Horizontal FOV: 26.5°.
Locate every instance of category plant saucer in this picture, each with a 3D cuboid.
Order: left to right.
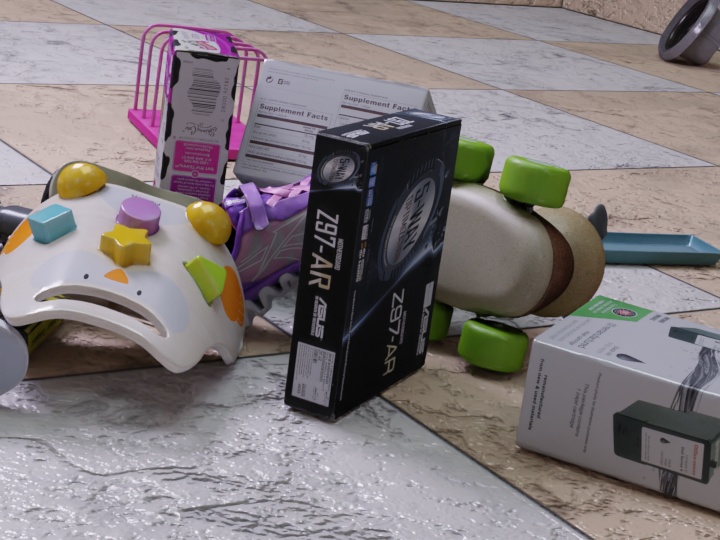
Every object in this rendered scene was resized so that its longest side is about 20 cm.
[{"bbox_3d":[0.282,-0.023,1.614,0.198,0.019,0.070,2,17,-21],"label":"plant saucer"}]

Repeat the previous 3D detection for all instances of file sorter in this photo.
[{"bbox_3d":[-0.189,-0.220,1.862,0.137,0.127,0.200,1,18,-22],"label":"file sorter"}]

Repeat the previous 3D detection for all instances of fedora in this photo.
[{"bbox_3d":[0.704,-0.490,3.168,0.090,0.178,0.200,35,5,-9],"label":"fedora"}]

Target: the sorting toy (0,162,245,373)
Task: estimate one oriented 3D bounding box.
[{"bbox_3d":[-0.173,0.014,1.087,0.198,0.108,0.180,17,22,-6],"label":"sorting toy"}]

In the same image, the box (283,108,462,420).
[{"bbox_3d":[0.010,-0.009,1.121,0.043,0.202,0.160,15,17,24],"label":"box"}]

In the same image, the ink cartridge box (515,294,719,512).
[{"bbox_3d":[0.230,0.095,1.077,0.198,0.085,0.146,16,19,24],"label":"ink cartridge box"}]

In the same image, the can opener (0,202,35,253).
[{"bbox_3d":[-0.269,-0.029,1.229,0.198,0.053,0.066,13,17,19],"label":"can opener"}]

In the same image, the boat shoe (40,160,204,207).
[{"bbox_3d":[-0.172,-0.029,1.282,0.200,0.074,0.063,25,-20,-17],"label":"boat shoe"}]

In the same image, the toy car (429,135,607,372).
[{"bbox_3d":[0.142,-0.013,1.290,0.157,0.166,0.199,22,12,40],"label":"toy car"}]

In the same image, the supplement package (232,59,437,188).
[{"bbox_3d":[-0.009,-0.094,1.406,0.154,0.112,0.200,12,-12,13],"label":"supplement package"}]

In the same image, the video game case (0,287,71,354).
[{"bbox_3d":[-0.326,0.017,1.188,0.198,0.026,0.181,8,17,4],"label":"video game case"}]

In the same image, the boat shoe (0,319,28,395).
[{"bbox_3d":[-0.322,0.050,1.020,0.198,0.071,0.066,-3,20,-10],"label":"boat shoe"}]

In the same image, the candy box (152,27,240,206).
[{"bbox_3d":[-0.151,-0.105,1.363,0.060,0.202,0.136,5,15,-10],"label":"candy box"}]

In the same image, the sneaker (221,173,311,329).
[{"bbox_3d":[-0.062,-0.038,1.200,0.089,0.199,0.081,49,7,-34],"label":"sneaker"}]
